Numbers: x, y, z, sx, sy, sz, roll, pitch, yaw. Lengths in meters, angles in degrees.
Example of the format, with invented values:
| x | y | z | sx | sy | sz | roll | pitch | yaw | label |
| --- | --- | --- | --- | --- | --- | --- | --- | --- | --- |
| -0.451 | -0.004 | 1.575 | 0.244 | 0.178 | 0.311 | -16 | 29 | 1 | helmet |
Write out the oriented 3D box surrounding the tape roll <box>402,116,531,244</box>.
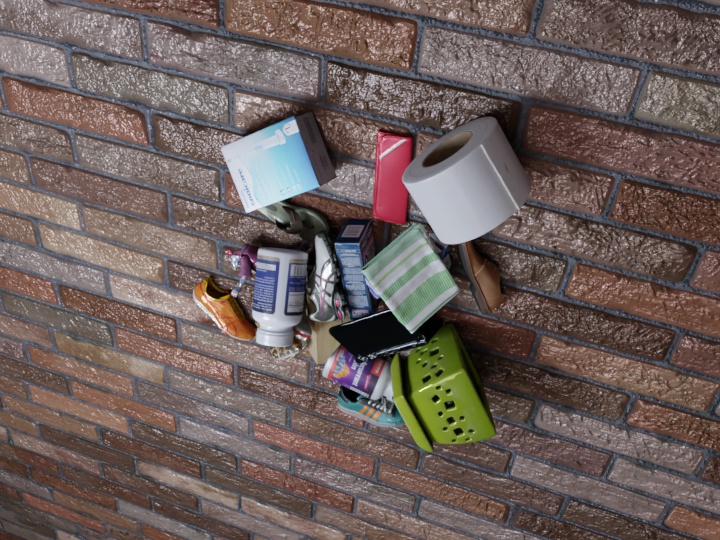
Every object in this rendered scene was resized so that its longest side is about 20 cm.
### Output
| x | y | z | sx | sy | sz | roll | pitch | yaw | label |
| --- | --- | --- | --- | --- | --- | --- | --- | --- | --- |
| 0.193 | -0.165 | 1.239 | 0.201 | 0.204 | 0.140 | -24 | 113 | 33 | tape roll |

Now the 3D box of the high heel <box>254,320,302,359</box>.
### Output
| x | y | z | sx | sy | sz | roll | pitch | yaw | label |
| --- | --- | --- | --- | --- | --- | --- | --- | --- | --- |
| -0.204 | 0.138 | 1.644 | 0.199 | 0.071 | 0.145 | -8 | 99 | 61 | high heel |

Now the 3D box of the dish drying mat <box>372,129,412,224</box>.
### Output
| x | y | z | sx | sy | sz | roll | pitch | yaw | label |
| --- | --- | --- | --- | --- | --- | --- | --- | --- | --- |
| 0.064 | -0.187 | 1.392 | 0.075 | 0.018 | 0.203 | 12 | 127 | 12 | dish drying mat |

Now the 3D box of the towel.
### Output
| x | y | z | sx | sy | sz | roll | pitch | yaw | label |
| --- | --- | --- | --- | --- | --- | --- | --- | --- | --- |
| 0.109 | 0.019 | 1.378 | 0.152 | 0.023 | 0.201 | -40 | 124 | -4 | towel |

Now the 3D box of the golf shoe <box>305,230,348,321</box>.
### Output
| x | y | z | sx | sy | sz | roll | pitch | yaw | label |
| --- | --- | --- | --- | --- | --- | --- | --- | --- | --- |
| -0.084 | 0.017 | 1.469 | 0.086 | 0.077 | 0.204 | -10 | 103 | 0 | golf shoe |

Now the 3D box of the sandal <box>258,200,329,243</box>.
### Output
| x | y | z | sx | sy | sz | roll | pitch | yaw | label |
| --- | --- | --- | --- | --- | --- | --- | --- | --- | --- |
| -0.162 | -0.112 | 1.510 | 0.198 | 0.058 | 0.080 | 26 | 129 | 3 | sandal |

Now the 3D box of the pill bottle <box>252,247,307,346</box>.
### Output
| x | y | z | sx | sy | sz | roll | pitch | yaw | label |
| --- | --- | --- | --- | --- | --- | --- | --- | --- | --- |
| -0.176 | 0.056 | 1.461 | 0.109 | 0.111 | 0.204 | 7 | 94 | 16 | pill bottle |

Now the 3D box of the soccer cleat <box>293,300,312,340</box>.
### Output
| x | y | z | sx | sy | sz | roll | pitch | yaw | label |
| --- | --- | --- | --- | --- | --- | --- | --- | --- | --- |
| -0.154 | 0.096 | 1.581 | 0.068 | 0.200 | 0.086 | 27 | 94 | -27 | soccer cleat |

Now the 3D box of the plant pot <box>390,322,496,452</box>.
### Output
| x | y | z | sx | sy | sz | roll | pitch | yaw | label |
| --- | --- | --- | --- | --- | --- | --- | --- | --- | --- |
| 0.176 | 0.273 | 1.527 | 0.179 | 0.200 | 0.202 | -23 | 114 | 11 | plant pot |

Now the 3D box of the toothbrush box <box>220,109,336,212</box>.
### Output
| x | y | z | sx | sy | sz | roll | pitch | yaw | label |
| --- | --- | --- | --- | --- | --- | --- | --- | --- | --- |
| -0.169 | -0.222 | 1.398 | 0.197 | 0.085 | 0.149 | -16 | 102 | 29 | toothbrush box |

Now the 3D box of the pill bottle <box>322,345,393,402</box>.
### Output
| x | y | z | sx | sy | sz | roll | pitch | yaw | label |
| --- | --- | --- | --- | --- | --- | --- | --- | --- | --- |
| 0.016 | 0.247 | 1.659 | 0.197 | 0.112 | 0.112 | 23 | 129 | 4 | pill bottle |

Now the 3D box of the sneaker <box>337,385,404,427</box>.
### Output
| x | y | z | sx | sy | sz | roll | pitch | yaw | label |
| --- | --- | --- | --- | --- | --- | --- | --- | --- | --- |
| 0.030 | 0.343 | 1.748 | 0.196 | 0.072 | 0.081 | 11 | 132 | 16 | sneaker |

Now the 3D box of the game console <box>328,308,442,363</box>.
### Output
| x | y | z | sx | sy | sz | roll | pitch | yaw | label |
| --- | --- | --- | --- | --- | --- | --- | --- | --- | --- |
| 0.060 | 0.127 | 1.537 | 0.198 | 0.176 | 0.118 | -19 | 99 | 32 | game console |

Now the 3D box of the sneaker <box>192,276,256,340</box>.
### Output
| x | y | z | sx | sy | sz | roll | pitch | yaw | label |
| --- | --- | --- | --- | --- | --- | --- | --- | --- | --- |
| -0.339 | 0.102 | 1.727 | 0.077 | 0.073 | 0.200 | -38 | 107 | 27 | sneaker |

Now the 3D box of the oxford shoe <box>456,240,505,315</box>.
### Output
| x | y | z | sx | sy | sz | roll | pitch | yaw | label |
| --- | --- | --- | --- | --- | --- | --- | --- | --- | --- |
| 0.252 | -0.007 | 1.428 | 0.070 | 0.072 | 0.202 | -25 | 115 | 3 | oxford shoe |

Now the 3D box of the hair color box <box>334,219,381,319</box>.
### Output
| x | y | z | sx | sy | sz | roll | pitch | yaw | label |
| --- | --- | --- | --- | --- | --- | --- | --- | --- | --- |
| 0.000 | 0.000 | 1.498 | 0.059 | 0.101 | 0.203 | 2 | 125 | 18 | hair color box |

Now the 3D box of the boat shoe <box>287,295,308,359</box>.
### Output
| x | y | z | sx | sy | sz | roll | pitch | yaw | label |
| --- | --- | --- | --- | --- | --- | --- | --- | --- | --- |
| -0.142 | 0.142 | 1.678 | 0.073 | 0.063 | 0.202 | 31 | 130 | -2 | boat shoe |

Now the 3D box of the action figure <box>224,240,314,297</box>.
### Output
| x | y | z | sx | sy | sz | roll | pitch | yaw | label |
| --- | --- | --- | --- | --- | --- | --- | --- | --- | --- |
| -0.220 | -0.015 | 1.554 | 0.197 | 0.135 | 0.150 | 22 | 128 | 2 | action figure |

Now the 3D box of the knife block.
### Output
| x | y | z | sx | sy | sz | roll | pitch | yaw | label |
| --- | --- | --- | --- | --- | --- | --- | --- | --- | --- |
| -0.095 | 0.092 | 1.569 | 0.175 | 0.064 | 0.201 | 39 | 93 | -30 | knife block |

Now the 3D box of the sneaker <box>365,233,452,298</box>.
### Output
| x | y | z | sx | sy | sz | roll | pitch | yaw | label |
| --- | --- | --- | --- | --- | --- | --- | --- | --- | --- |
| 0.119 | 0.018 | 1.444 | 0.197 | 0.081 | 0.116 | -30 | 126 | -3 | sneaker |
